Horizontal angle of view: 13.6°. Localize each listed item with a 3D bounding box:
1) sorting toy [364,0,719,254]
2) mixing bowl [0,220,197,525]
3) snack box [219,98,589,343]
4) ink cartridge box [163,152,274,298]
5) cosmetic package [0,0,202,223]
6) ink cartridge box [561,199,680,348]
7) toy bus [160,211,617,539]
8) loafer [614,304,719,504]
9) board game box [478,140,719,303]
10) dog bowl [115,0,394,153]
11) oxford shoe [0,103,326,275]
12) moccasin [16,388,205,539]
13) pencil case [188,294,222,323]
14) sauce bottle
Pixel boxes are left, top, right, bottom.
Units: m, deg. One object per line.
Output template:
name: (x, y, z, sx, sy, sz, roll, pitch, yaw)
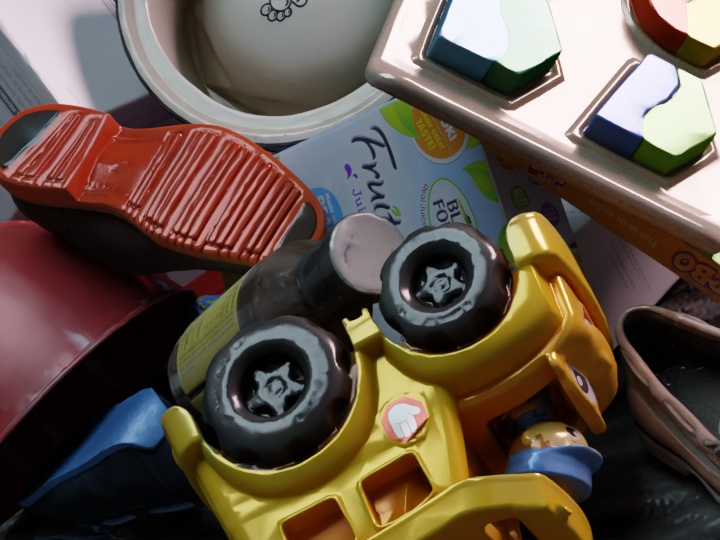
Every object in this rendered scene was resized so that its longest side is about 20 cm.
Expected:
sorting toy: (0.111, -0.115, 1.427, 0.037, 0.184, 0.201, -59, 7, 46)
mixing bowl: (-0.195, 0.047, 1.619, 0.200, 0.108, 0.200, -46, -8, -9)
snack box: (0.016, -0.005, 1.499, 0.199, 0.143, 0.053, -22, -4, 44)
ink cartridge box: (-0.050, -0.039, 1.750, 0.162, 0.050, 0.200, -35, 3, -8)
cosmetic package: (-0.167, -0.095, 1.734, 0.199, 0.123, 0.200, -27, -16, -44)
ink cartridge box: (0.130, -0.039, 1.568, 0.116, 0.068, 0.200, -1, 36, 50)
toy bus: (0.039, 0.100, 1.315, 0.199, 0.136, 0.193, -31, 54, 4)
loafer: (0.170, 0.062, 1.316, 0.072, 0.063, 0.200, -36, 23, -15)
board game box: (0.146, -0.048, 1.431, 0.096, 0.200, 0.030, -54, -1, -44)
dog bowl: (-0.026, -0.150, 1.606, 0.199, 0.074, 0.201, -6, 72, 18)
oxford shoe: (-0.095, -0.030, 1.532, 0.199, 0.073, 0.071, 19, 61, 32)
moccasin: (-0.126, 0.115, 1.558, 0.081, 0.068, 0.200, -51, 10, -16)
pencil case: (0.000, 0.000, 1.628, 0.200, 0.087, 0.078, -35, 47, -8)
sauce bottle: (-0.032, 0.025, 1.436, 0.065, 0.065, 0.200, -44, 4, -29)
